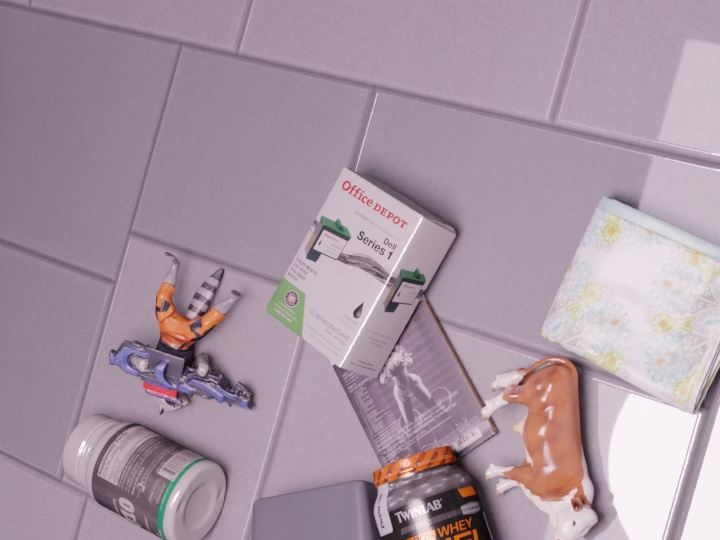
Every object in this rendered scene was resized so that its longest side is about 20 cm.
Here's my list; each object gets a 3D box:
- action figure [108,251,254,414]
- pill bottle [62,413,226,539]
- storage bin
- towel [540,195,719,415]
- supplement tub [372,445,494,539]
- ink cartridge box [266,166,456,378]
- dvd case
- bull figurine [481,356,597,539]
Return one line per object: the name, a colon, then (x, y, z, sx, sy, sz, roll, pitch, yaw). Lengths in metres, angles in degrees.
action figure: (-0.210, 0.102, 1.573, 0.198, 0.105, 0.196, 25, 103, 4)
pill bottle: (-0.278, 0.263, 1.558, 0.198, 0.113, 0.115, 20, 93, 30)
storage bin: (-0.047, 0.325, 1.417, 0.197, 0.145, 0.137, -16, 66, 26)
towel: (0.309, 0.035, 1.302, 0.198, 0.048, 0.173, 29, 97, 29)
supplement tub: (0.087, 0.305, 1.342, 0.121, 0.122, 0.203, -25, 75, 23)
ink cartridge box: (0.000, 0.000, 1.443, 0.145, 0.084, 0.202, 33, 97, 36)
dvd case: (0.057, 0.143, 1.444, 0.148, 0.016, 0.202, -36, 69, 21)
bull figurine: (0.198, 0.197, 1.330, 0.120, 0.065, 0.204, -5, 80, 25)
